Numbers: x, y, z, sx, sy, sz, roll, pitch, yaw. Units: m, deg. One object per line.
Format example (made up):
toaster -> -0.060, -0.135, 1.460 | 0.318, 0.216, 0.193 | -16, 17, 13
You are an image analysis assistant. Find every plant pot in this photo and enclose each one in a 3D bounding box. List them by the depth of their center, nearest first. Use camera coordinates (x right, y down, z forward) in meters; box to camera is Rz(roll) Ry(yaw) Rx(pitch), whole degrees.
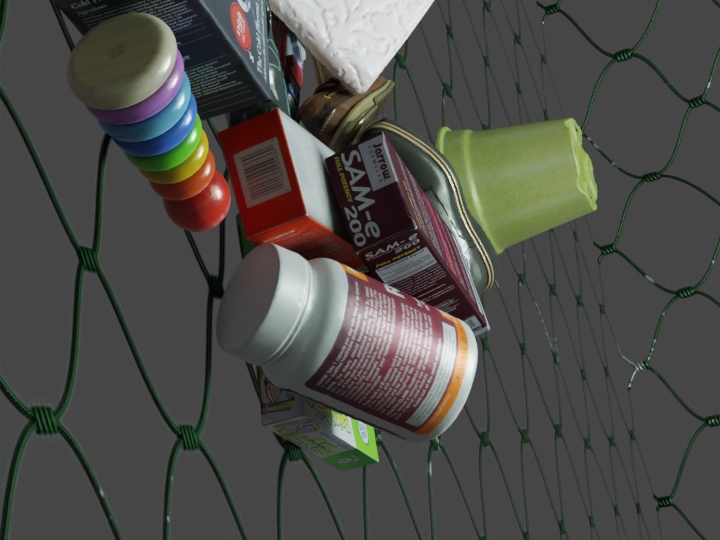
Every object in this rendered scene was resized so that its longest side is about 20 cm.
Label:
plant pot -> 0.220, -0.123, 2.546 | 0.200, 0.183, 0.201 | -15, 90, -75

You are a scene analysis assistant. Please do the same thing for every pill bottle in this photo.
pill bottle -> -0.012, 0.058, 1.547 | 0.199, 0.114, 0.115 | 25, 43, -28

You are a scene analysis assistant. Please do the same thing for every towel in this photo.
towel -> -0.018, -0.308, 1.851 | 0.200, 0.032, 0.191 | 44, 68, -19

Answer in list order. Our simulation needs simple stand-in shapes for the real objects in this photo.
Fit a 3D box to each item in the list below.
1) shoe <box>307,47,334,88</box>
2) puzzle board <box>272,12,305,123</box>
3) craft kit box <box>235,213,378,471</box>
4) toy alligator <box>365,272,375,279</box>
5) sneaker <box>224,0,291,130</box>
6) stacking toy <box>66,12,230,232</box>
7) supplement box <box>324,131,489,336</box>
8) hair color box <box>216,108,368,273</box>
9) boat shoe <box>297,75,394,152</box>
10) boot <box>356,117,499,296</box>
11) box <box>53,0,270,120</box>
shoe -> -0.026, -0.250, 1.963 | 0.200, 0.070, 0.054 | 91, -7, -59
puzzle board -> -0.089, -0.236, 1.867 | 0.201, 0.017, 0.151 | -88, 158, -47
craft kit box -> -0.047, 0.065, 1.692 | 0.200, 0.048, 0.198 | 40, 40, -64
toy alligator -> 0.000, 0.000, 1.749 | 0.054, 0.059, 0.201 | -16, 91, -34
sneaker -> -0.107, -0.183, 1.683 | 0.079, 0.075, 0.201 | -98, 177, -79
stacking toy -> -0.147, -0.102, 1.425 | 0.200, 0.085, 0.086 | 63, 19, -50
supplement box -> 0.043, -0.020, 1.633 | 0.200, 0.061, 0.109 | 53, 16, -54
hair color box -> -0.048, -0.059, 1.605 | 0.200, 0.061, 0.102 | 32, 40, -67
boat shoe -> -0.015, -0.172, 1.915 | 0.067, 0.072, 0.200 | 32, 20, 2
boot -> 0.050, -0.039, 1.790 | 0.200, 0.077, 0.138 | 51, 35, -7
box -> -0.155, -0.248, 1.477 | 0.182, 0.104, 0.201 | 52, 27, -53
